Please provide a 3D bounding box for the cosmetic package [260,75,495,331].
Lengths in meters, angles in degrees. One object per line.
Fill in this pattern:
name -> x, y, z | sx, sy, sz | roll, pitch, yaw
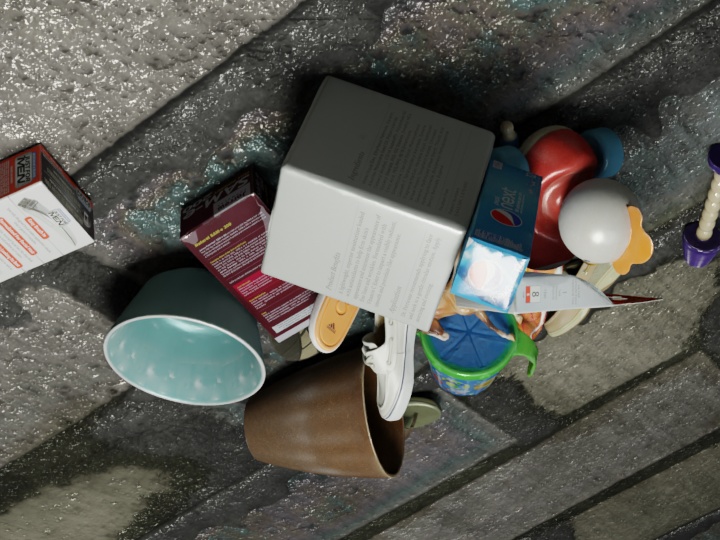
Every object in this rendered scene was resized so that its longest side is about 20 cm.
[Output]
cosmetic package -> 0.017, -0.072, 1.204 | 0.198, 0.166, 0.166 | 20, 137, 2

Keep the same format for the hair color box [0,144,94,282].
hair color box -> -0.405, -0.046, 1.226 | 0.198, 0.064, 0.111 | -21, 141, 9

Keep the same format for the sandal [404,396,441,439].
sandal -> 0.037, 0.255, 1.755 | 0.199, 0.058, 0.080 | -22, 142, 8

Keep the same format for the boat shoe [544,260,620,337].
boat shoe -> 0.304, 0.015, 1.558 | 0.065, 0.072, 0.200 | 32, 135, -1

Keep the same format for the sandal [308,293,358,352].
sandal -> 0.005, 0.005, 1.329 | 0.059, 0.208, 0.079 | 1, 152, 41

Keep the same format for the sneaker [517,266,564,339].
sneaker -> 0.228, 0.028, 1.552 | 0.076, 0.073, 0.201 | 10, 136, 3

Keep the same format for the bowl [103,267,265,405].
bowl -> -0.207, 0.071, 1.381 | 0.198, 0.106, 0.202 | 5, 145, 4

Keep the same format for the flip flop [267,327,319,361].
flip flop -> -0.103, 0.040, 1.450 | 0.080, 0.058, 0.201 | -26, 125, 12

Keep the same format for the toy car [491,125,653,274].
toy car -> 0.255, -0.052, 1.291 | 0.183, 0.200, 0.178 | -12, 127, -30

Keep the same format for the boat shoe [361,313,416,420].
boat shoe -> 0.033, 0.103, 1.499 | 0.069, 0.071, 0.202 | 2, 105, -22

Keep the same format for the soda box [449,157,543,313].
soda box -> 0.143, -0.041, 1.158 | 0.064, 0.200, 0.068 | 19, 120, 3

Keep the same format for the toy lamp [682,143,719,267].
toy lamp -> 0.471, -0.080, 1.500 | 0.058, 0.059, 0.201 | -10, 142, -8

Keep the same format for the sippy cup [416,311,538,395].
sippy cup -> 0.148, 0.109, 1.567 | 0.139, 0.178, 0.131 | -39, 158, -17

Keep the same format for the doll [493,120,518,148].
doll -> 0.136, -0.125, 1.331 | 0.199, 0.049, 0.137 | 16, 122, -35

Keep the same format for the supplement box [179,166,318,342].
supplement box -> -0.113, -0.016, 1.332 | 0.108, 0.061, 0.200 | -29, 127, 14

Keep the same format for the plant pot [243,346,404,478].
plant pot -> -0.058, 0.212, 1.591 | 0.198, 0.189, 0.187 | -11, 144, 16

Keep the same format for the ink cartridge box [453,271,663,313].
ink cartridge box -> 0.233, 0.018, 1.334 | 0.198, 0.051, 0.162 | -7, -176, -20

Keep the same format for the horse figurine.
horse figurine -> 0.160, 0.011, 1.466 | 0.131, 0.050, 0.202 | 19, 116, 9
